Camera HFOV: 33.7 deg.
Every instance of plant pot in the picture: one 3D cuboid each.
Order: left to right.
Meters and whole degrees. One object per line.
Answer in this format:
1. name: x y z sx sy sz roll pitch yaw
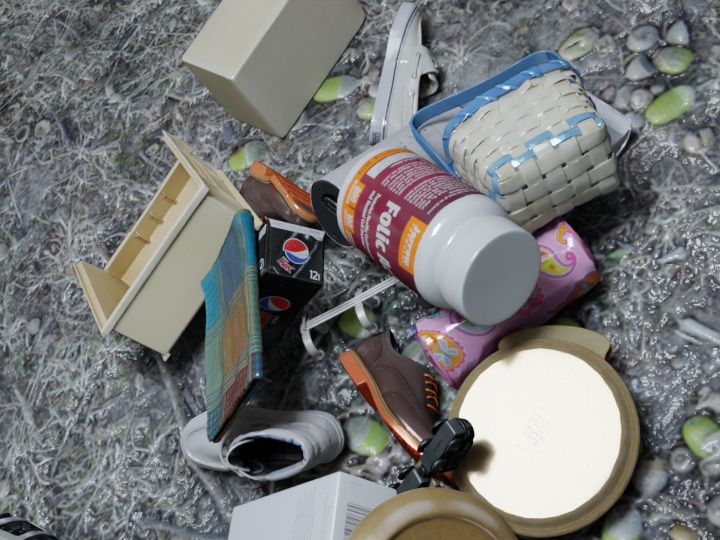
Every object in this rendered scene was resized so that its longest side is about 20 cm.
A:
1. plant pot: 0.069 0.292 1.036 0.202 0.198 0.027 -65 13 -17

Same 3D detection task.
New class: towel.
1. towel: -0.134 0.056 1.222 0.147 0.021 0.202 125 146 -48

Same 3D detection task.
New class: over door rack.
1. over door rack: 0.000 0.000 1.319 0.146 0.067 0.201 -27 39 13

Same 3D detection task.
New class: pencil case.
1. pencil case: 0.145 0.031 1.200 0.199 0.087 0.088 -37 51 7

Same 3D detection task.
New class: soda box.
1. soda box: -0.104 0.023 1.284 0.200 0.070 0.064 134 143 -54

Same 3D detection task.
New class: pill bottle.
1. pill bottle: 0.073 -0.034 1.137 0.114 0.114 0.200 -48 43 -4

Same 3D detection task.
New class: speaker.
1. speaker: 0.041 -0.106 1.286 0.081 0.082 0.199 28 49 37

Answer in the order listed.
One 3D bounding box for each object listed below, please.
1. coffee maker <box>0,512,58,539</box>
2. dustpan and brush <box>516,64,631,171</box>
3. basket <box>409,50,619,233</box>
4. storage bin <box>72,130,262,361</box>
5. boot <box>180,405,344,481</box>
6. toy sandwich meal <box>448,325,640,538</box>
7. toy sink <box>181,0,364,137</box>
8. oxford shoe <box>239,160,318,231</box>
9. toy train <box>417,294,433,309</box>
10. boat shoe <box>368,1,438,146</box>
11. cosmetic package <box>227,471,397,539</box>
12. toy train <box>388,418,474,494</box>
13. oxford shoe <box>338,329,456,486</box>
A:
1. coffee maker: -0.323 0.367 1.234 0.198 0.135 0.194 4 65 32
2. dustpan and brush: 0.183 -0.110 1.289 0.139 0.057 0.200 38 78 27
3. basket: 0.156 -0.135 1.200 0.175 0.140 0.201 -27 47 1
4. storage bin: -0.232 -0.035 1.396 0.201 0.093 0.199 -54 34 8
5. boot: -0.121 0.181 1.242 0.197 0.095 0.075 -8 91 25
6. toy sandwich meal: 0.173 0.153 1.128 0.202 0.070 0.208 -7 68 18
7. toy sink: -0.110 -0.297 1.507 0.111 0.130 0.201 26 78 38
8. oxford shoe: -0.096 -0.070 1.383 0.073 0.071 0.200 -58 22 3
9. toy train: 0.089 -0.030 1.254 0.045 0.034 0.201 -18 31 22
10. boat shoe: 0.061 -0.232 1.422 0.069 0.071 0.202 10 61 4
11. cosmetic package: -0.053 0.265 1.131 0.199 0.073 0.103 -29 45 51
12. toy train: 0.051 0.208 1.118 0.034 0.045 0.201 54 130 31
13. oxford shoe: 0.053 0.133 1.203 0.072 0.071 0.200 -37 52 -5
